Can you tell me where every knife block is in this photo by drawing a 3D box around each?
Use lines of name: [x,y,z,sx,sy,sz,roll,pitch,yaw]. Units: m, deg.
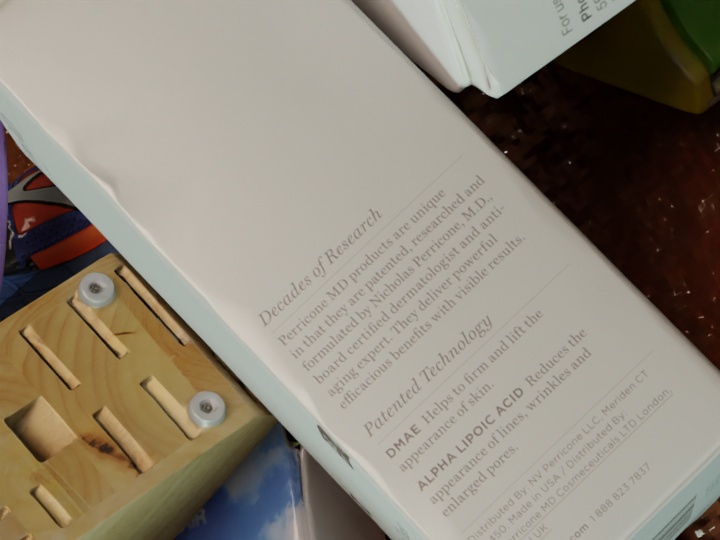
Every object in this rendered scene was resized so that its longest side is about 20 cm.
knife block: [-0.126,0.103,0.825,0.200,0.176,0.064,-34,71,-27]

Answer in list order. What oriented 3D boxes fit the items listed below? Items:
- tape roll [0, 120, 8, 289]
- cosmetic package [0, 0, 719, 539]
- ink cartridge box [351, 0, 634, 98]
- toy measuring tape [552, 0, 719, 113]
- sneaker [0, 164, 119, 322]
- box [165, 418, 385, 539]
tape roll: [-0.185,-0.020,0.861,0.200,0.066,0.201,-1,89,47]
cosmetic package: [0.000,0.000,0.743,0.081,0.113,0.200,-44,77,-7]
ink cartridge box: [0.059,-0.152,0.744,0.200,0.084,0.146,-36,40,-13]
toy measuring tape: [0.089,-0.079,0.774,0.200,0.074,0.074,24,91,39]
sneaker: [-0.074,-0.009,0.881,0.199,0.075,0.079,-10,63,24]
box: [-0.044,0.138,0.823,0.122,0.048,0.201,-21,65,28]
